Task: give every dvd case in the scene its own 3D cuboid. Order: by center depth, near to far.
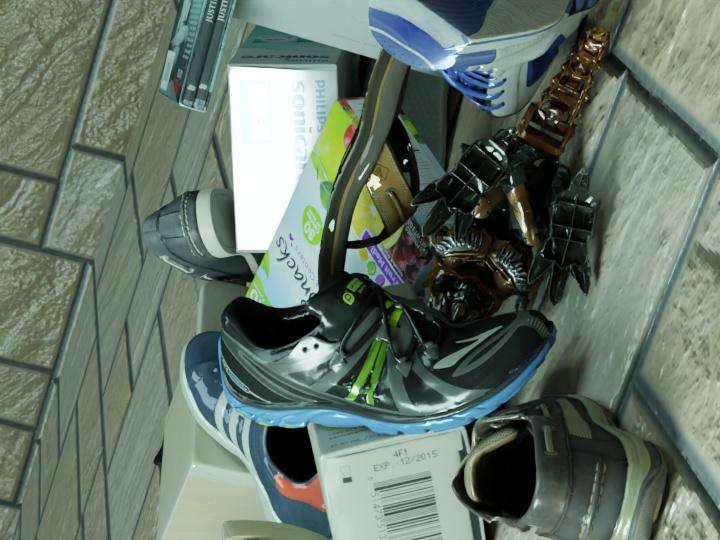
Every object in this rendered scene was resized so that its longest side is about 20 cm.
[{"bbox_3d":[-0.091,-0.204,1.282,0.146,0.022,0.200,-145,71,-77],"label":"dvd case"}]

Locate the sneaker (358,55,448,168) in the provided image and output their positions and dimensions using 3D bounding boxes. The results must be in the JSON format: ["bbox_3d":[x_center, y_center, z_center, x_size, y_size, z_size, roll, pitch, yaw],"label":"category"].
[{"bbox_3d":[0.025,-0.102,1.479,0.099,0.071,0.200,134,148,-79],"label":"sneaker"}]

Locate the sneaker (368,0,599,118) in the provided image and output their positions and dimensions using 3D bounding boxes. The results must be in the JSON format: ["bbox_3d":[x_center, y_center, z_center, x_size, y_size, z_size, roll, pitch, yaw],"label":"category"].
[{"bbox_3d":[0.074,-0.130,1.125,0.199,0.081,0.115,-30,-25,-49],"label":"sneaker"}]

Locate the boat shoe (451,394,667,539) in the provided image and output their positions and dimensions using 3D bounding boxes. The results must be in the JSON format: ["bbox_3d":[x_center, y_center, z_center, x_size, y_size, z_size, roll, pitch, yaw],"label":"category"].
[{"bbox_3d":[0.087,0.094,1.003,0.200,0.073,0.075,-179,103,-76],"label":"boat shoe"}]

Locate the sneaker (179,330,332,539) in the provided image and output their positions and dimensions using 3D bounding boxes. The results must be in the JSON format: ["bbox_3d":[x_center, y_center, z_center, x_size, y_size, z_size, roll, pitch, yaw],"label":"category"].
[{"bbox_3d":[-0.058,0.097,1.375,0.200,0.075,0.085,51,140,34],"label":"sneaker"}]

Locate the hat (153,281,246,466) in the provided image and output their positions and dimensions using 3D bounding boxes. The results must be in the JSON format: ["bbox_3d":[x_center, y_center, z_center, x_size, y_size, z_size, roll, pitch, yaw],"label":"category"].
[{"bbox_3d":[-0.113,0.097,1.787,0.201,0.081,0.201,-157,90,-78],"label":"hat"}]

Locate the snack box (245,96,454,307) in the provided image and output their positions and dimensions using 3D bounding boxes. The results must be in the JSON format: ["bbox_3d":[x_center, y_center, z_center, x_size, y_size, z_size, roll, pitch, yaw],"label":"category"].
[{"bbox_3d":[0.000,0.000,1.371,0.142,0.053,0.200,59,140,32],"label":"snack box"}]

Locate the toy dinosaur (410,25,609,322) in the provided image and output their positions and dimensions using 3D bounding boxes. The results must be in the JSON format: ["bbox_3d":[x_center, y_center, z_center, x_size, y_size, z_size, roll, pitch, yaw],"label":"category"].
[{"bbox_3d":[0.083,-0.044,1.140,0.136,0.102,0.200,-68,-16,-79],"label":"toy dinosaur"}]

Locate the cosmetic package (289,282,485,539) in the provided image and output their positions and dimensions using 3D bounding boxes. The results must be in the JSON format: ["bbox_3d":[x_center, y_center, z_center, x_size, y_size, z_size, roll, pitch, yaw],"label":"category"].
[{"bbox_3d":[0.013,0.097,1.204,0.200,0.087,0.103,-109,7,-64],"label":"cosmetic package"}]

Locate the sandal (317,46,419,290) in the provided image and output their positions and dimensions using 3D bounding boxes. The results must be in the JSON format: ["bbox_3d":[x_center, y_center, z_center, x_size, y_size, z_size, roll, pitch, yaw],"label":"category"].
[{"bbox_3d":[0.016,-0.064,1.218,0.082,0.055,0.200,-75,5,-73],"label":"sandal"}]

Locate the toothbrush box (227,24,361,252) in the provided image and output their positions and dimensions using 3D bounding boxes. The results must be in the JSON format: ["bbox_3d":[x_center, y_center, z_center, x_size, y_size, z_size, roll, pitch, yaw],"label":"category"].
[{"bbox_3d":[-0.044,-0.110,1.536,0.200,0.085,0.147,-76,-14,-70],"label":"toothbrush box"}]

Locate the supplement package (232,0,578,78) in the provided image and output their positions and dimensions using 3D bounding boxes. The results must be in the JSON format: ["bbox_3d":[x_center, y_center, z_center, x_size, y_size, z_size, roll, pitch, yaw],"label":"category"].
[{"bbox_3d":[0.030,-0.205,1.268,0.156,0.200,0.111,157,126,-73],"label":"supplement package"}]

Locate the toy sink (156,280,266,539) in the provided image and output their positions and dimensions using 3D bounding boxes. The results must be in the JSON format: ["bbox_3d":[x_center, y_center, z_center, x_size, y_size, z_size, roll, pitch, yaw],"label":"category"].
[{"bbox_3d":[-0.076,0.123,1.499,0.200,0.130,0.112,-93,21,-49],"label":"toy sink"}]

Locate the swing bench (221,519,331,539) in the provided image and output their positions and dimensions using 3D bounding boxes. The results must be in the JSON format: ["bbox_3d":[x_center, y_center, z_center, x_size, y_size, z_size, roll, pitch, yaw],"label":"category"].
[{"bbox_3d":[-0.042,0.288,1.168,0.199,0.130,0.200,-101,31,-47],"label":"swing bench"}]

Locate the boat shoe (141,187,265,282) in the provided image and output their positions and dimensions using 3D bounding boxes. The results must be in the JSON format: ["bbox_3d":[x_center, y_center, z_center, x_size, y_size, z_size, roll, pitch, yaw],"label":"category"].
[{"bbox_3d":[-0.115,-0.026,1.542,0.200,0.063,0.073,27,-129,-77],"label":"boat shoe"}]

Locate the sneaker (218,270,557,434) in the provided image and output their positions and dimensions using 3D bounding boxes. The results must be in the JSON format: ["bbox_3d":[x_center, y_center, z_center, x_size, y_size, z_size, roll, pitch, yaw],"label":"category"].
[{"bbox_3d":[0.009,0.042,1.103,0.071,0.200,0.083,-55,-43,-55],"label":"sneaker"}]
